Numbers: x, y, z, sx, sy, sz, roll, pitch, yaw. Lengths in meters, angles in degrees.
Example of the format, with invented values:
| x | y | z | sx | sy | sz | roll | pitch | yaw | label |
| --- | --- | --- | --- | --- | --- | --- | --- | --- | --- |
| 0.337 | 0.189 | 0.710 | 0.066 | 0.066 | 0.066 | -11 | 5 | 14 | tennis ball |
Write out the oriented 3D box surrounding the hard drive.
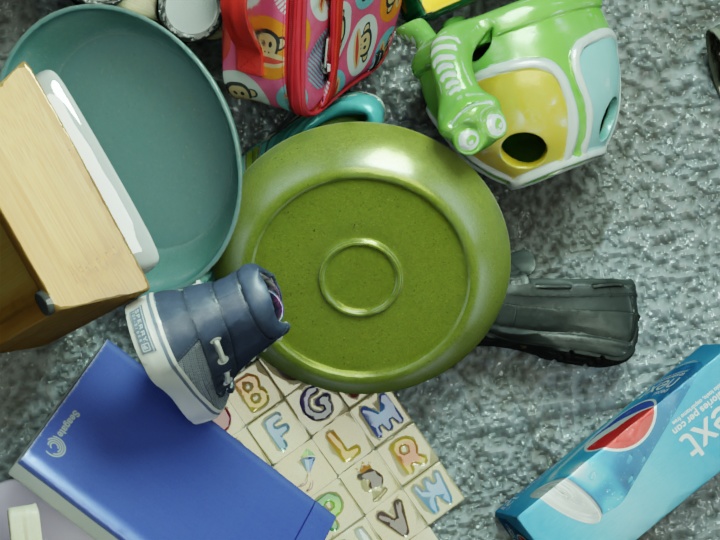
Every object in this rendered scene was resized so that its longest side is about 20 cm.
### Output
| x | y | z | sx | sy | sz | roll | pitch | yaw | label |
| --- | --- | --- | --- | --- | --- | --- | --- | --- | --- |
| -0.120 | 0.149 | 1.405 | 0.200 | 0.025 | 0.132 | 38 | 40 | -7 | hard drive |

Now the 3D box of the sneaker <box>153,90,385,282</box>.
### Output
| x | y | z | sx | sy | sz | roll | pitch | yaw | label |
| --- | --- | --- | --- | --- | --- | --- | --- | --- | --- |
| -0.063 | -0.055 | 1.445 | 0.200 | 0.080 | 0.078 | -44 | 95 | -6 | sneaker |

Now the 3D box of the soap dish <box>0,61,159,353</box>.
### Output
| x | y | z | sx | sy | sz | roll | pitch | yaw | label |
| --- | --- | --- | --- | --- | --- | --- | --- | --- | --- |
| -0.221 | -0.030 | 1.352 | 0.081 | 0.200 | 0.157 | -31 | 93 | -30 | soap dish |

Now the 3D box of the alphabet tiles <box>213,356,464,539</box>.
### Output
| x | y | z | sx | sy | sz | roll | pitch | yaw | label |
| --- | --- | --- | --- | --- | --- | --- | --- | --- | --- |
| -0.029 | 0.153 | 1.477 | 0.166 | 0.006 | 0.200 | -35 | 93 | -11 | alphabet tiles |

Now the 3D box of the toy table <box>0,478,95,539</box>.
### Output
| x | y | z | sx | sy | sz | roll | pitch | yaw | label |
| --- | --- | --- | --- | --- | --- | --- | --- | --- | --- |
| -0.212 | 0.239 | 1.381 | 0.184 | 0.117 | 0.200 | -20 | 91 | -11 | toy table |

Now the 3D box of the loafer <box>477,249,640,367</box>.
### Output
| x | y | z | sx | sy | sz | roll | pitch | yaw | label |
| --- | --- | --- | --- | --- | --- | --- | --- | --- | --- |
| 0.101 | 0.019 | 1.483 | 0.200 | 0.068 | 0.070 | 10 | 76 | -15 | loafer |

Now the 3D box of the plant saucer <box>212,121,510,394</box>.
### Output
| x | y | z | sx | sy | sz | roll | pitch | yaw | label |
| --- | --- | --- | --- | --- | --- | --- | --- | --- | --- |
| 0.000 | 0.000 | 1.405 | 0.200 | 0.031 | 0.200 | 1 | 115 | 2 | plant saucer |

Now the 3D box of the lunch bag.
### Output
| x | y | z | sx | sy | sz | roll | pitch | yaw | label |
| --- | --- | --- | --- | --- | --- | --- | --- | --- | --- |
| -0.036 | -0.207 | 1.384 | 0.082 | 0.176 | 0.200 | 17 | 122 | 22 | lunch bag |

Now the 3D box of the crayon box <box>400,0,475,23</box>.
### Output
| x | y | z | sx | sy | sz | roll | pitch | yaw | label |
| --- | --- | --- | --- | --- | --- | --- | --- | --- | --- |
| 0.103 | -0.265 | 1.502 | 0.200 | 0.058 | 0.119 | -24 | 91 | -12 | crayon box |

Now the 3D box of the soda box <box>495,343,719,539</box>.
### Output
| x | y | z | sx | sy | sz | roll | pitch | yaw | label |
| --- | --- | --- | --- | --- | --- | --- | --- | --- | --- |
| 0.196 | 0.137 | 1.493 | 0.200 | 0.064 | 0.068 | -37 | 94 | -11 | soda box |

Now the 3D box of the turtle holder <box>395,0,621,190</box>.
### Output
| x | y | z | sx | sy | sz | roll | pitch | yaw | label |
| --- | --- | --- | --- | --- | --- | --- | --- | --- | --- |
| 0.111 | -0.128 | 1.431 | 0.141 | 0.186 | 0.132 | -20 | 89 | 0 | turtle holder |

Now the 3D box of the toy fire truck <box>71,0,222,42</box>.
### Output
| x | y | z | sx | sy | sz | roll | pitch | yaw | label |
| --- | --- | --- | --- | --- | --- | --- | --- | --- | --- |
| -0.146 | -0.269 | 1.435 | 0.176 | 0.129 | 0.200 | 19 | 93 | -9 | toy fire truck |

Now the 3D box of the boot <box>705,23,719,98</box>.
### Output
| x | y | z | sx | sy | sz | roll | pitch | yaw | label |
| --- | --- | --- | --- | --- | --- | --- | --- | --- | --- |
| 0.342 | -0.202 | 1.547 | 0.200 | 0.073 | 0.182 | -20 | 89 | -5 | boot |

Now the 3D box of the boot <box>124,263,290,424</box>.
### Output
| x | y | z | sx | sy | sz | roll | pitch | yaw | label |
| --- | --- | --- | --- | --- | --- | --- | --- | --- | --- |
| -0.084 | 0.047 | 1.368 | 0.090 | 0.200 | 0.073 | -20 | 79 | 2 | boot |

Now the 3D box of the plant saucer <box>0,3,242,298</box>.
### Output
| x | y | z | sx | sy | sz | roll | pitch | yaw | label |
| --- | --- | --- | --- | --- | --- | --- | --- | --- | --- |
| -0.154 | -0.081 | 1.403 | 0.200 | 0.200 | 0.036 | 60 | 36 | -2 | plant saucer |
